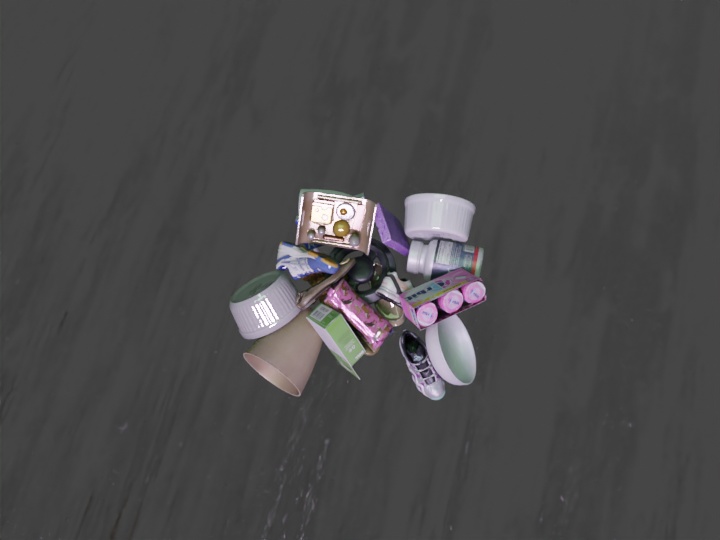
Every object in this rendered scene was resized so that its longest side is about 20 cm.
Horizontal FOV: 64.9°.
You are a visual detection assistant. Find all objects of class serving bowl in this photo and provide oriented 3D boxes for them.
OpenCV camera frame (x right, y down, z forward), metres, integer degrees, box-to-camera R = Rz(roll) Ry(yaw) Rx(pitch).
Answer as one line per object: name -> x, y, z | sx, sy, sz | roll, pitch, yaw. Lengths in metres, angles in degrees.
serving bowl -> 0.226, 0.206, 1.481 | 0.065, 0.199, 0.202 | -23, 69, 31

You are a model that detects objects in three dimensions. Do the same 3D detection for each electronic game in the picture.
electronic game -> 0.000, 0.000, 1.564 | 0.198, 0.042, 0.202 | -1, 69, 3

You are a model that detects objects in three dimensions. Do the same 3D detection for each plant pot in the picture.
plant pot -> -0.182, 0.202, 1.533 | 0.186, 0.188, 0.201 | 29, 65, 14

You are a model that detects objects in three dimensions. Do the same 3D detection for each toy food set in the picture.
toy food set -> -0.065, -0.122, 1.492 | 0.198, 0.061, 0.145 | 8, 112, -5

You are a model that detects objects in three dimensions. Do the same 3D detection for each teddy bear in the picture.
teddy bear -> -0.089, 0.050, 1.588 | 0.144, 0.067, 0.201 | -15, 55, 1

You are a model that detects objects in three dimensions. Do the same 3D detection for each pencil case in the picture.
pencil case -> -0.007, 0.112, 1.480 | 0.200, 0.086, 0.083 | 44, 68, -4

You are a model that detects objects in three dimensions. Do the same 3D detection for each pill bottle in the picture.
pill bottle -> 0.234, -0.021, 1.571 | 0.198, 0.120, 0.121 | 11, 74, 10

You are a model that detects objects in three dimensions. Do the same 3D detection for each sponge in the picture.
sponge -> 0.088, -0.110, 1.576 | 0.030, 0.200, 0.112 | -24, 73, 16

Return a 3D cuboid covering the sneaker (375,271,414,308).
sneaker -> 0.134, 0.070, 1.531 | 0.073, 0.199, 0.081 | 5, 68, 54

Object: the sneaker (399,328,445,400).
sneaker -> 0.156, 0.244, 1.486 | 0.077, 0.140, 0.201 | -31, 71, -2

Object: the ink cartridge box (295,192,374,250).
ink cartridge box -> -0.069, -0.132, 1.545 | 0.198, 0.044, 0.095 | -19, 113, 6

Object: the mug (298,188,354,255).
mug -> -0.087, -0.133, 1.643 | 0.173, 0.148, 0.202 | 2, 103, -1

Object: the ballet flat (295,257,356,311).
ballet flat -> -0.095, 0.028, 1.502 | 0.200, 0.067, 0.046 | -41, 91, -6

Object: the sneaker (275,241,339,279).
sneaker -> -0.141, -0.012, 1.508 | 0.199, 0.075, 0.089 | 19, 94, 34

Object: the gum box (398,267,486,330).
gum box -> 0.212, 0.068, 1.445 | 0.198, 0.113, 0.067 | -23, 109, -9

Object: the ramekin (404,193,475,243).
ramekin -> 0.215, -0.137, 1.573 | 0.198, 0.201, 0.099 | 8, 80, 9

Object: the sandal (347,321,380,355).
sandal -> -0.009, 0.156, 1.575 | 0.080, 0.054, 0.201 | -27, 62, -10

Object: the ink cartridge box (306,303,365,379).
ink cartridge box -> -0.052, 0.186, 1.494 | 0.059, 0.201, 0.104 | -42, 33, -17

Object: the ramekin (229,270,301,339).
ramekin -> -0.261, 0.085, 1.544 | 0.199, 0.200, 0.106 | -28, 109, -2

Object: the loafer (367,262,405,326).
loafer -> 0.063, 0.063, 1.591 | 0.075, 0.068, 0.201 | -27, 72, -2
